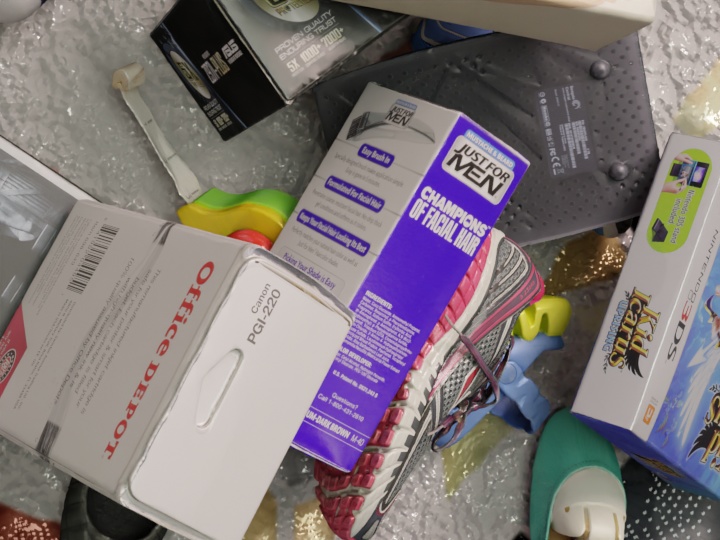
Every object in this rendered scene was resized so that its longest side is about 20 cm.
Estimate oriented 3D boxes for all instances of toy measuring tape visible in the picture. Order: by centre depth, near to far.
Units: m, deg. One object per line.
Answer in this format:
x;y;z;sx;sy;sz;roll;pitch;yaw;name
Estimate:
-0.076;-0.047;0.977;0.073;0.074;0.201;-31;98;-16;toy measuring tape

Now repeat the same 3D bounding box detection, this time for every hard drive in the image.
0.081;-0.081;0.995;0.198;0.042;0.136;-12;109;8;hard drive

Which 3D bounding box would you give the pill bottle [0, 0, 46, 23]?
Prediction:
-0.207;-0.215;0.925;0.120;0.120;0.200;46;76;-10;pill bottle

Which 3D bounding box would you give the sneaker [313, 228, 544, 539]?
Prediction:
0.041;0.068;0.927;0.074;0.080;0.201;32;84;-27;sneaker

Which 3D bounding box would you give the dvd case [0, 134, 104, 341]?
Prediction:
-0.255;-0.019;0.948;0.199;0.025;0.151;34;78;-13;dvd case

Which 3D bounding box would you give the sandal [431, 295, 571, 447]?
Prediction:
0.047;0.072;1.009;0.198;0.079;0.088;-10;93;-16;sandal

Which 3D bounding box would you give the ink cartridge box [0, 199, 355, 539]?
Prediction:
-0.114;0.051;0.880;0.085;0.199;0.146;34;79;-34;ink cartridge box

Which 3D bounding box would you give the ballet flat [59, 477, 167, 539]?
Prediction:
-0.128;0.107;0.962;0.066;0.057;0.201;24;80;-13;ballet flat

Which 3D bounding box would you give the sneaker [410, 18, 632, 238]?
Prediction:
0.109;-0.102;1.049;0.077;0.076;0.201;-33;100;12;sneaker

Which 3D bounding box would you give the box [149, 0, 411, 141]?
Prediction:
-0.012;-0.177;0.959;0.200;0.164;0.086;-38;98;-15;box

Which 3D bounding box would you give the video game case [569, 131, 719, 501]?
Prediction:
0.216;0.037;1.015;0.200;0.045;0.183;34;75;-55;video game case

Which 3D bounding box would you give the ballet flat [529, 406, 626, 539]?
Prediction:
0.144;0.189;1.033;0.067;0.070;0.202;7;84;-16;ballet flat

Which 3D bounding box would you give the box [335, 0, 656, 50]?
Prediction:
0.056;-0.184;0.854;0.198;0.078;0.096;7;85;-17;box

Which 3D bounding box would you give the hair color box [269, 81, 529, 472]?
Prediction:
0.000;0.000;0.912;0.065;0.109;0.201;29;90;-32;hair color box
